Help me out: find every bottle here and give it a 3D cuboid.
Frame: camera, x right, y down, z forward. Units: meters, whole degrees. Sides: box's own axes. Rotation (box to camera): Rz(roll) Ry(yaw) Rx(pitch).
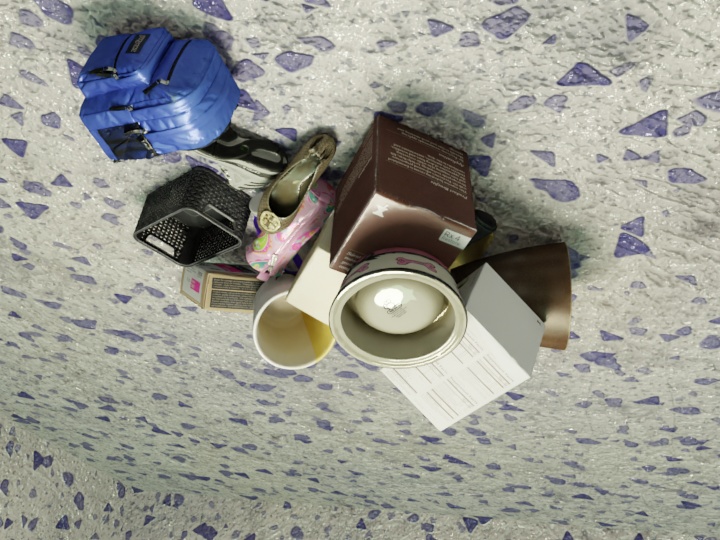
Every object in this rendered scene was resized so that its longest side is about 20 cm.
[{"bbox_3d":[-0.151,-0.069,1.566,0.083,0.065,0.200,25,158,29],"label":"bottle"}]

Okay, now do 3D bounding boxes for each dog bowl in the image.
[{"bbox_3d":[0.055,0.051,1.224,0.199,0.074,0.201,2,133,2],"label":"dog bowl"}]

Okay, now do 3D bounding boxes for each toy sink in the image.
[{"bbox_3d":[0.004,0.023,1.350,0.199,0.112,0.131,29,128,-5],"label":"toy sink"}]

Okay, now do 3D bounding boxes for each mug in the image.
[{"bbox_3d":[-0.113,0.085,1.519,0.186,0.150,0.153,22,-168,-21],"label":"mug"}]

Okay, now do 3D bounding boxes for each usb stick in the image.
[{"bbox_3d":[0.153,-0.050,1.430,0.055,0.033,0.200,25,148,-24],"label":"usb stick"}]

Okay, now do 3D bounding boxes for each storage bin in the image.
[{"bbox_3d":[-0.311,-0.095,1.561,0.199,0.094,0.135,-19,138,42],"label":"storage bin"}]

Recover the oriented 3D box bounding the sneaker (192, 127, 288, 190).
[{"bbox_3d":[-0.231,-0.183,1.395,0.200,0.076,0.115,20,148,-19],"label":"sneaker"}]

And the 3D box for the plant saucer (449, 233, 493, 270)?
[{"bbox_3d":[0.121,-0.057,1.512,0.199,0.049,0.200,13,150,-2],"label":"plant saucer"}]

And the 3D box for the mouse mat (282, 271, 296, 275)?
[{"bbox_3d":[-0.056,0.038,1.668,0.160,0.008,0.200,13,174,17],"label":"mouse mat"}]

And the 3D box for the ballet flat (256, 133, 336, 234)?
[{"bbox_3d":[-0.107,-0.137,1.359,0.067,0.046,0.200,38,111,-8],"label":"ballet flat"}]

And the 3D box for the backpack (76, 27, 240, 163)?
[{"bbox_3d":[-0.288,-0.254,1.206,0.199,0.163,0.168,1,146,21],"label":"backpack"}]

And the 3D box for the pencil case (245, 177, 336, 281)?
[{"bbox_3d":[-0.120,-0.073,1.455,0.087,0.088,0.200,29,117,-28],"label":"pencil case"}]

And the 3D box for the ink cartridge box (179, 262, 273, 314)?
[{"bbox_3d":[-0.250,0.032,1.653,0.164,0.076,0.200,6,-174,-26],"label":"ink cartridge box"}]

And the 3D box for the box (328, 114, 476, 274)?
[{"bbox_3d":[0.061,-0.095,1.277,0.165,0.201,0.164,21,130,-15],"label":"box"}]

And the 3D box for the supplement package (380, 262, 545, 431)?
[{"bbox_3d":[0.168,0.125,1.369,0.151,0.152,0.200,45,125,-7],"label":"supplement package"}]

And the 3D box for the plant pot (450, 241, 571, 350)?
[{"bbox_3d":[0.256,0.045,1.471,0.199,0.188,0.187,0,149,6],"label":"plant pot"}]

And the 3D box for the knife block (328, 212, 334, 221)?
[{"bbox_3d":[0.000,0.000,1.440,0.064,0.201,0.175,-6,176,29],"label":"knife block"}]
